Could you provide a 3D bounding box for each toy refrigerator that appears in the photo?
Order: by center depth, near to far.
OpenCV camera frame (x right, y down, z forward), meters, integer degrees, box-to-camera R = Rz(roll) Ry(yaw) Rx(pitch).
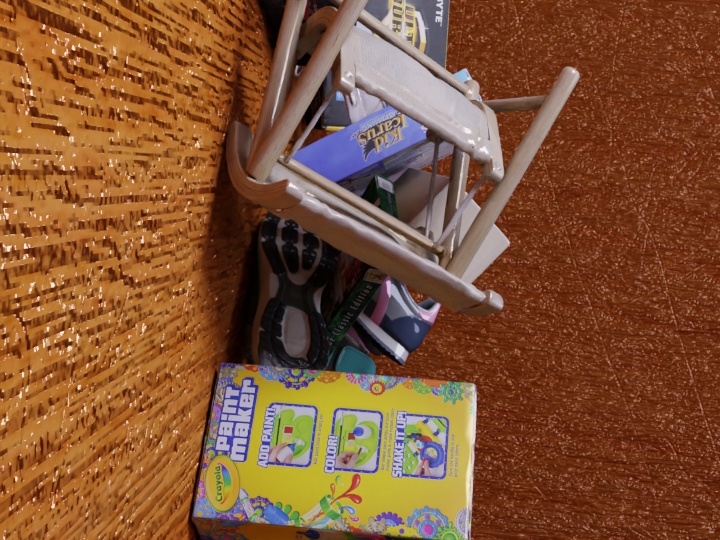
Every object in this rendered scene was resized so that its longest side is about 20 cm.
[{"bbox_3d":[0.063,-0.039,0.998,0.070,0.076,0.200,-44,-168,0],"label":"toy refrigerator"}]

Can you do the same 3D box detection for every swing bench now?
[{"bbox_3d":[0.024,-0.097,0.792,0.129,0.198,0.202,6,-109,56],"label":"swing bench"}]

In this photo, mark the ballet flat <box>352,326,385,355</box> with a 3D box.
[{"bbox_3d":[-0.002,0.017,1.138,0.200,0.063,0.068,51,50,-36],"label":"ballet flat"}]

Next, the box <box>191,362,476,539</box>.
[{"bbox_3d":[-0.013,0.178,0.837,0.201,0.189,0.123,89,7,-57],"label":"box"}]

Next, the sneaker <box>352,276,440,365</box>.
[{"bbox_3d":[0.000,0.000,1.068,0.200,0.082,0.070,48,-11,-28],"label":"sneaker"}]

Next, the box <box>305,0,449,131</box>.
[{"bbox_3d":[0.021,-0.255,1.208,0.049,0.158,0.203,20,-71,60],"label":"box"}]

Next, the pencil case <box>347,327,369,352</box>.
[{"bbox_3d":[-0.001,0.034,1.248,0.088,0.086,0.201,-80,-165,-56],"label":"pencil case"}]

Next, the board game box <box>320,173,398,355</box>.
[{"bbox_3d":[-0.026,0.022,0.954,0.201,0.023,0.105,-55,-159,29],"label":"board game box"}]

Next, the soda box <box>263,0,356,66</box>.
[{"bbox_3d":[-0.043,-0.239,0.893,0.200,0.070,0.064,80,16,-73],"label":"soda box"}]

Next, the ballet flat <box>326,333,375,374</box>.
[{"bbox_3d":[-0.043,0.077,1.114,0.069,0.074,0.200,-66,157,-14],"label":"ballet flat"}]

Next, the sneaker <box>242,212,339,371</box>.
[{"bbox_3d":[-0.072,0.030,0.921,0.089,0.076,0.202,-49,-155,40],"label":"sneaker"}]

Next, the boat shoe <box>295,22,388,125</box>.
[{"bbox_3d":[-0.032,-0.224,1.089,0.075,0.085,0.204,63,2,-73],"label":"boat shoe"}]

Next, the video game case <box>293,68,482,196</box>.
[{"bbox_3d":[0.020,-0.116,1.060,0.181,0.198,0.046,27,38,-86],"label":"video game case"}]
